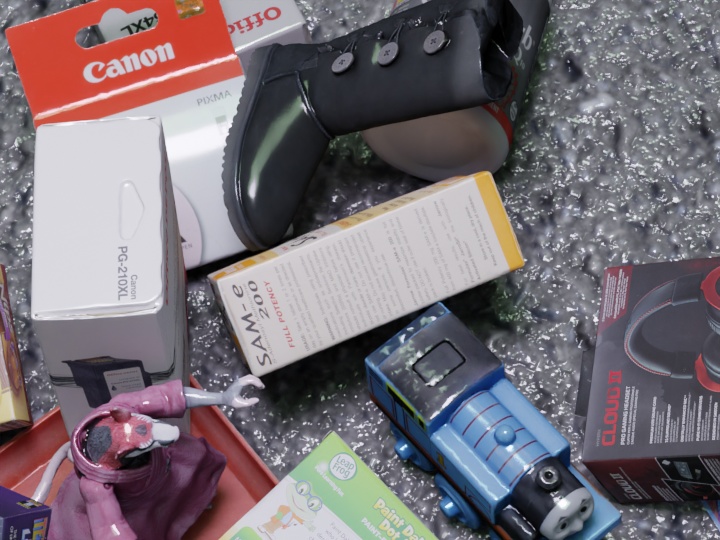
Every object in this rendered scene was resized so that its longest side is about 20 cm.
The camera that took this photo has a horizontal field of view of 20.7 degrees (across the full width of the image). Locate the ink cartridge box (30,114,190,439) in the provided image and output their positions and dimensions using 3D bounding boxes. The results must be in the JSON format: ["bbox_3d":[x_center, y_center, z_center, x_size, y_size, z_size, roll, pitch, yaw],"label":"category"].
[{"bbox_3d":[-0.161,0.014,1.296,0.084,0.200,0.146,-3,60,-2],"label":"ink cartridge box"}]

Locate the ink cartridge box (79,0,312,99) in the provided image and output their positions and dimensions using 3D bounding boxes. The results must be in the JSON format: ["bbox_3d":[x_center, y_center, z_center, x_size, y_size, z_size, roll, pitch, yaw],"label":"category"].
[{"bbox_3d":[-0.137,-0.210,1.530,0.145,0.084,0.201,-25,60,-7],"label":"ink cartridge box"}]

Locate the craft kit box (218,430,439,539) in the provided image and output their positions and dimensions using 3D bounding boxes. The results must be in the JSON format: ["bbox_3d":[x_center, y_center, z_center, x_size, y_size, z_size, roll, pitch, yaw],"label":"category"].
[{"bbox_3d":[-0.021,0.241,1.262,0.197,0.049,0.200,-42,78,-13],"label":"craft kit box"}]

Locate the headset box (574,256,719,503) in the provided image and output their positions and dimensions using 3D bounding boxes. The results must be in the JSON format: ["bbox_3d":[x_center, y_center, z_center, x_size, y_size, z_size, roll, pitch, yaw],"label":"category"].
[{"bbox_3d":[0.237,0.071,1.303,0.199,0.075,0.149,-5,58,30],"label":"headset box"}]

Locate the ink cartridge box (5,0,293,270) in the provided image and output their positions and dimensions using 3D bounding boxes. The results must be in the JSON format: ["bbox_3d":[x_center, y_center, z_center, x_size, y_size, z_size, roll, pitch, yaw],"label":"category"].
[{"bbox_3d":[-0.152,-0.097,1.424,0.162,0.201,0.057,-18,17,-3],"label":"ink cartridge box"}]

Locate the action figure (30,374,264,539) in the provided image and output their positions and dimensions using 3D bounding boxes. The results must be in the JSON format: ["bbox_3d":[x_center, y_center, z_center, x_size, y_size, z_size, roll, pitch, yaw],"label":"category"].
[{"bbox_3d":[-0.146,0.114,1.238,0.148,0.200,0.135,22,70,11],"label":"action figure"}]

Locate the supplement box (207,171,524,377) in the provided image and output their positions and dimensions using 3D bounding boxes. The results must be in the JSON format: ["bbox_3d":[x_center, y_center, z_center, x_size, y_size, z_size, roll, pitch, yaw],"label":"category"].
[{"bbox_3d":[0.000,0.000,1.363,0.199,0.126,0.074,-22,94,-7],"label":"supplement box"}]

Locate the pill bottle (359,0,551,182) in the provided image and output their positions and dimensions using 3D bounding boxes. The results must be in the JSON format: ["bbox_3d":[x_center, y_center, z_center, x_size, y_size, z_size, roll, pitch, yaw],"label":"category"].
[{"bbox_3d":[0.077,-0.176,1.468,0.115,0.116,0.201,12,63,13],"label":"pill bottle"}]

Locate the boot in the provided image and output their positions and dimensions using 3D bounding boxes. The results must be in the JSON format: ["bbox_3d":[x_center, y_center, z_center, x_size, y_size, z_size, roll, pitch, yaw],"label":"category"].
[{"bbox_3d":[0.009,-0.104,1.345,0.199,0.066,0.166,-9,60,27],"label":"boot"}]

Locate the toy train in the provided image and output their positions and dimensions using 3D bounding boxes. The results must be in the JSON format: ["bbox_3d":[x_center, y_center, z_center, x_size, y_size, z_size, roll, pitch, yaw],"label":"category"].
[{"bbox_3d":[0.085,0.119,1.301,0.087,0.114,0.200,-37,63,-13],"label":"toy train"}]

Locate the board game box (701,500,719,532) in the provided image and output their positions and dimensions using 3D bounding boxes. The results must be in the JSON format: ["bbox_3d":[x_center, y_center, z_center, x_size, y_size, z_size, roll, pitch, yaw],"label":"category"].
[{"bbox_3d":[0.302,0.122,1.316,0.157,0.039,0.201,-24,60,-7],"label":"board game box"}]

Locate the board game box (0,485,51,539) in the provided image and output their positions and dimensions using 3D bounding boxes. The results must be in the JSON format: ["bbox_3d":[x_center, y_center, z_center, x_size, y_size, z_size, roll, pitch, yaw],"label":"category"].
[{"bbox_3d":[-0.318,0.148,1.207,0.199,0.165,0.057,17,102,27],"label":"board game box"}]

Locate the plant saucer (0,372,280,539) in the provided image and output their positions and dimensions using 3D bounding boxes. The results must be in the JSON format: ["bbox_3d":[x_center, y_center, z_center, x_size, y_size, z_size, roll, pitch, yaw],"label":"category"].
[{"bbox_3d":[-0.159,0.176,1.343,0.199,0.037,0.200,-36,62,-13],"label":"plant saucer"}]

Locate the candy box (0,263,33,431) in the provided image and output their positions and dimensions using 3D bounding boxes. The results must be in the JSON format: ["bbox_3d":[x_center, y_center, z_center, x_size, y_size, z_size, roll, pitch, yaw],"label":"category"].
[{"bbox_3d":[-0.335,0.069,1.356,0.199,0.056,0.117,-13,82,2],"label":"candy box"}]
